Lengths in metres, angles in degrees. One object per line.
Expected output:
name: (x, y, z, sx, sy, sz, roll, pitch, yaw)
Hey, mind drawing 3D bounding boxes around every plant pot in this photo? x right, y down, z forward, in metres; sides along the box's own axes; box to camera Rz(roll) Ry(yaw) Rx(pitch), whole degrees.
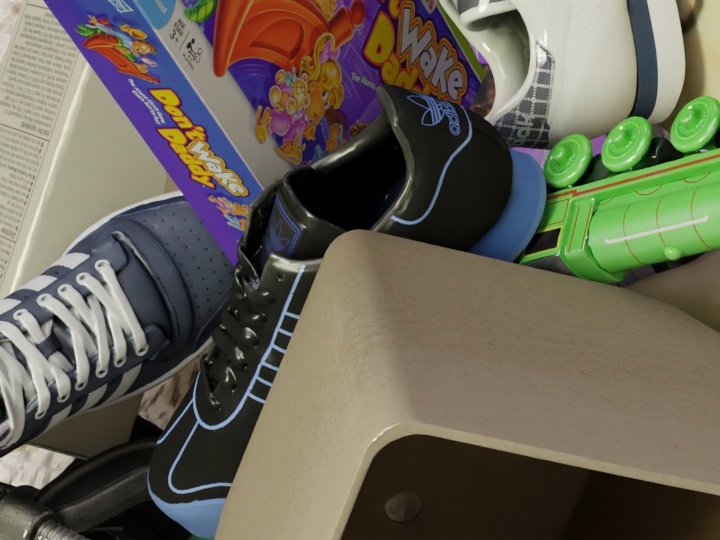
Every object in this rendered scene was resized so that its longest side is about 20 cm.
plant pot: (0.048, 0.098, 0.873, 0.177, 0.199, 0.200, -109, 36, -56)

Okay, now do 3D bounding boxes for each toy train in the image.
toy train: (0.088, -0.021, 0.941, 0.199, 0.042, 0.057, -15, 50, 45)

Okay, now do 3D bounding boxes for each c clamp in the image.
c clamp: (-0.069, 0.114, 0.993, 0.199, 0.027, 0.171, 19, 25, 26)

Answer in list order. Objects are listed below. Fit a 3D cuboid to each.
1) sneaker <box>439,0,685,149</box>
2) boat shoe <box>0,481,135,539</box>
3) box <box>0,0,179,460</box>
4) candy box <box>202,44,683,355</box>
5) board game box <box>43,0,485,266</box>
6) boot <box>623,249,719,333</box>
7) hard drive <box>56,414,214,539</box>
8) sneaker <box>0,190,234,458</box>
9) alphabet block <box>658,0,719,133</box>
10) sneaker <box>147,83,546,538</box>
sneaker: (0.061, -0.146, 0.985, 0.080, 0.076, 0.201, -12, 80, -15)
boat shoe: (-0.132, 0.126, 1.053, 0.199, 0.062, 0.075, 14, 58, 40)
box: (-0.122, -0.027, 1.120, 0.095, 0.077, 0.201, 23, 94, 59)
candy box: (0.032, -0.032, 1.137, 0.199, 0.072, 0.168, -20, 44, 17)
board game box: (-0.031, -0.090, 0.990, 0.045, 0.200, 0.135, 6, 57, 34)
boot: (0.142, 0.059, 0.977, 0.155, 0.073, 0.200, -24, 40, 12)
hard drive: (-0.084, 0.152, 1.070, 0.140, 0.038, 0.200, -47, 41, -13)
sneaker: (-0.125, 0.030, 1.010, 0.199, 0.070, 0.109, -29, 0, -2)
alphabet block: (0.211, -0.141, 0.988, 0.196, 0.196, 0.200, -15, 37, -21)
sneaker: (-0.024, 0.013, 0.953, 0.200, 0.078, 0.070, -47, 38, 16)
